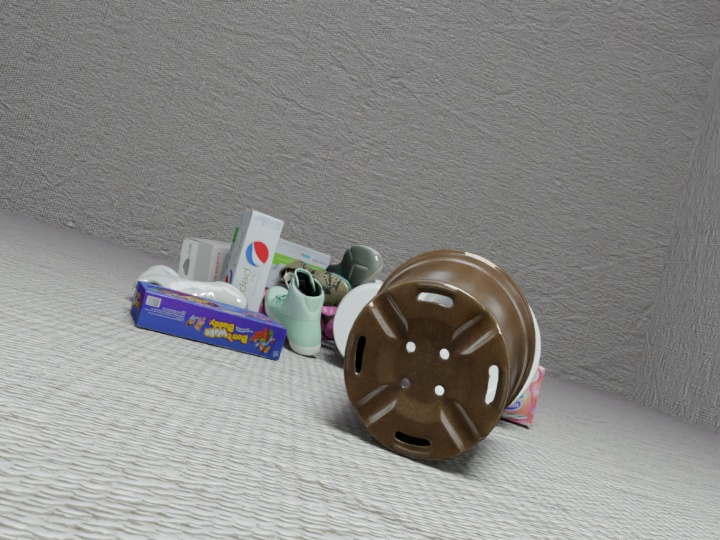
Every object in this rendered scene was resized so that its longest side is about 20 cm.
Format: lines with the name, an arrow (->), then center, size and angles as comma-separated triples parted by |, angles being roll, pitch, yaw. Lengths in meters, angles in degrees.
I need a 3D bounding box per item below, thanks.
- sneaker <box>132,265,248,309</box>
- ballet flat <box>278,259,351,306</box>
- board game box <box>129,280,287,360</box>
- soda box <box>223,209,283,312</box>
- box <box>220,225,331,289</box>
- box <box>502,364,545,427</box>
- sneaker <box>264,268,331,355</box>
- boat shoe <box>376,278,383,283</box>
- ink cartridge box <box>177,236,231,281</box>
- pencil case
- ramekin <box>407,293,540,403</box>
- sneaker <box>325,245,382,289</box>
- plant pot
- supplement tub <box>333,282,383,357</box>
sneaker -> -0.283, 0.049, 1.011 | 0.194, 0.073, 0.080 | 14, 13, 5
ballet flat -> -0.095, 0.030, 1.140 | 0.074, 0.070, 0.198 | -17, 23, -30
board game box -> -0.215, 0.069, 0.860 | 0.195, 0.046, 0.134 | 18, -2, -25
soda box -> -0.202, -0.002, 1.103 | 0.062, 0.206, 0.068 | 18, -2, -26
box -> -0.182, 0.024, 1.273 | 0.195, 0.182, 0.096 | 17, -2, -27
box -> 0.248, 0.193, 1.048 | 0.100, 0.098, 0.200 | 16, -3, 12
sneaker -> -0.108, 0.042, 1.044 | 0.072, 0.122, 0.200 | -1, 23, -28
boat shoe -> -0.026, 0.070, 1.320 | 0.069, 0.200, 0.067 | 5, 49, -44
ink cartridge box -> -0.324, 0.003, 1.420 | 0.123, 0.133, 0.197 | 14, 6, 41
pencil case -> -0.118, 0.091, 1.191 | 0.195, 0.094, 0.093 | 16, -9, -21
ramekin -> 0.161, 0.111, 0.914 | 0.194, 0.207, 0.098 | 16, -10, 7
sneaker -> 0.000, 0.000, 1.157 | 0.078, 0.073, 0.199 | 1, -13, -26
plant pot -> 0.078, 0.082, 0.609 | 0.194, 0.207, 0.198 | 16, 6, 13
supplement tub -> 0.030, 0.099, 1.053 | 0.140, 0.149, 0.200 | 16, -2, 11
